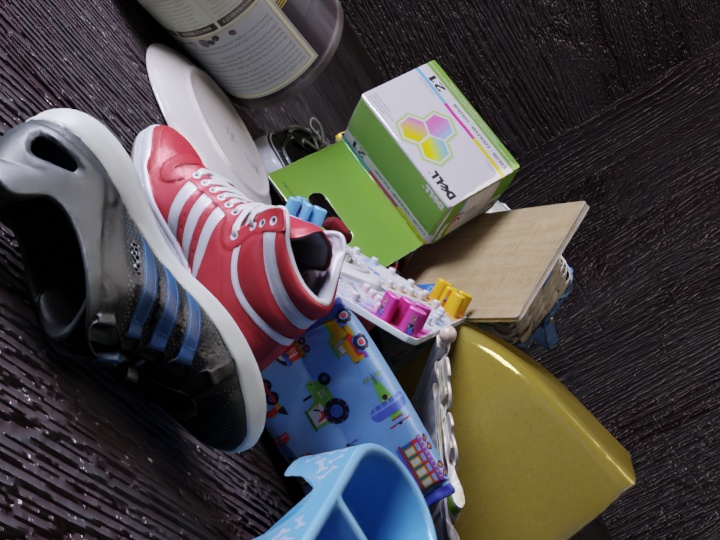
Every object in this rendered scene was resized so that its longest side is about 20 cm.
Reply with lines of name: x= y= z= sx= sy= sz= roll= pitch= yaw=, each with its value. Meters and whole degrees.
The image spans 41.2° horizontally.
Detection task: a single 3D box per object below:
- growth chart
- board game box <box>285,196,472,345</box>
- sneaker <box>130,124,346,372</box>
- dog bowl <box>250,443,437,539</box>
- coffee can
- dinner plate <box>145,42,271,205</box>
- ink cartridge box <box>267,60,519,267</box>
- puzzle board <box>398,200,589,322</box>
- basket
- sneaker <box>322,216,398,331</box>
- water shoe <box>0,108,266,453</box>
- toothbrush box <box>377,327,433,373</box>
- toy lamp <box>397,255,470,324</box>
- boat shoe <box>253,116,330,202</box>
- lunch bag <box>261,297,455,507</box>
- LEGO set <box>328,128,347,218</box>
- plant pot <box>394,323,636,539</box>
growth chart: x=0.057 y=0.157 z=0.729 sx=0.145 sy=0.017 sz=0.204 roll=111 pitch=-19 yaw=-63
board game box: x=-0.011 y=-0.009 z=0.792 sx=0.198 sy=0.026 sz=0.200 roll=31 pitch=11 yaw=14
sneaker: x=-0.079 y=-0.035 z=0.623 sx=0.071 sy=0.112 sz=0.202 roll=17 pitch=43 yaw=-56
dog bowl: x=-0.009 y=0.169 z=0.530 sx=0.113 sy=0.049 sz=0.200 roll=59 pitch=23 yaw=-6
coffee can: x=-0.125 y=-0.266 z=0.877 sx=0.200 sy=0.145 sz=0.148 roll=42 pitch=21 yaw=-50
dinner plate: x=-0.127 y=-0.121 z=0.871 sx=0.202 sy=0.024 sz=0.201 roll=60 pitch=11 yaw=-19
ink cartridge box: x=0.033 y=-0.097 z=0.935 sx=0.149 sy=0.198 sz=0.076 roll=52 pitch=-32 yaw=13
puzzle board: x=0.112 y=-0.003 z=0.933 sx=0.017 sy=0.198 sz=0.151 roll=51 pitch=57 yaw=-25
basket: x=0.157 y=0.006 z=1.119 sx=0.176 sy=0.139 sz=0.200 roll=40 pitch=-3 yaw=24
sneaker: x=0.000 y=0.000 z=0.994 sx=0.074 sy=0.086 sz=0.201 roll=55 pitch=12 yaw=-32
water shoe: x=-0.122 y=0.023 z=0.473 sx=0.202 sy=0.071 sz=0.079 roll=60 pitch=38 yaw=-17
toothbrush box: x=0.095 y=0.123 z=1.136 sx=0.147 sy=0.084 sz=0.201 roll=53 pitch=13 yaw=-35
toy lamp: x=0.076 y=0.027 z=1.038 sx=0.201 sy=0.058 sz=0.058 roll=50 pitch=9 yaw=9
boat shoe: x=-0.063 y=-0.122 z=1.035 sx=0.075 sy=0.067 sz=0.199 roll=63 pitch=9 yaw=-2
lunch bag: x=-0.010 y=0.102 z=0.731 sx=0.152 sy=0.093 sz=0.200 roll=59 pitch=2 yaw=-1
LEGO set: x=0.020 y=-0.092 z=1.147 sx=0.116 sy=0.151 sz=0.203 roll=114 pitch=-44 yaw=-82
plant pot: x=0.111 y=0.159 z=0.878 sx=0.201 sy=0.195 sz=0.194 roll=52 pitch=9 yaw=11
